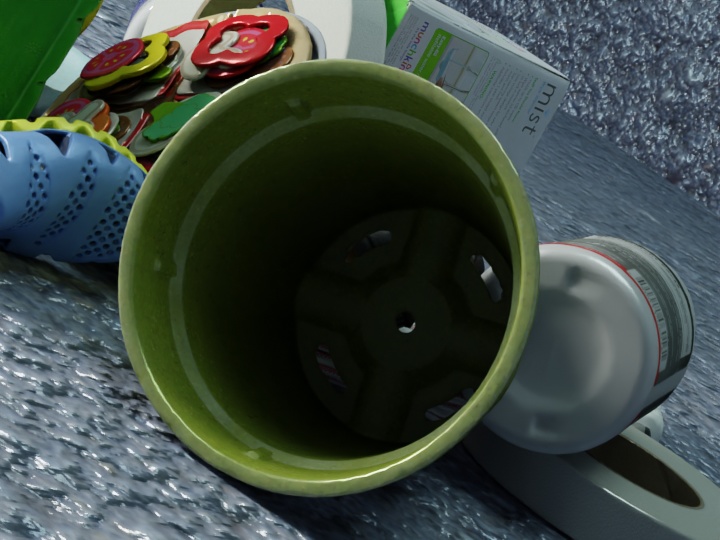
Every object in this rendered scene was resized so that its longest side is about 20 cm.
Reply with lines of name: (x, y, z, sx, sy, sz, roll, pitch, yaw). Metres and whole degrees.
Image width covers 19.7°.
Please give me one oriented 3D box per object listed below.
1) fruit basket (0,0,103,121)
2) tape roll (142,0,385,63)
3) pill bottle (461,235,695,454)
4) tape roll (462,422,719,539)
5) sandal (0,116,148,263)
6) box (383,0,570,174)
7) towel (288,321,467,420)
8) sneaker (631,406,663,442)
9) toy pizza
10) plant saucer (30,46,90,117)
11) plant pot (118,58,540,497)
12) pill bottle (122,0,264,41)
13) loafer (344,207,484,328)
fruit basket: (-0.211, -0.168, 1.179, 0.155, 0.216, 0.216, 25, 12, -25)
tape roll: (-0.068, -0.139, 1.361, 0.037, 0.203, 0.203, 17, 17, -46)
pill bottle: (0.131, 0.038, 1.200, 0.114, 0.114, 0.200, 33, 12, 13)
tape roll: (0.151, 0.127, 1.248, 0.202, 0.037, 0.203, 29, 12, -7)
sandal: (-0.188, -0.042, 1.040, 0.199, 0.080, 0.087, 15, 22, -28)
box: (0.019, -0.086, 1.423, 0.176, 0.201, 0.097, 17, 17, -45)
towel: (0.000, 0.000, 1.222, 0.146, 0.030, 0.201, 22, 40, -19)
sneaker: (0.174, 0.066, 1.444, 0.074, 0.087, 0.200, 29, 12, -14)
toy pizza: (-0.114, -0.095, 1.179, 0.200, 0.200, 0.032, 47, -14, 56)
plant saucer: (-0.255, -0.148, 1.404, 0.200, 0.039, 0.201, 28, 12, -6)
plant pot: (0.005, 0.016, 1.031, 0.200, 0.201, 0.184, 34, 0, 17)
pill bottle: (-0.128, -0.176, 1.647, 0.119, 0.120, 0.200, 28, 11, -11)
loafer: (-0.018, -0.046, 1.177, 0.200, 0.072, 0.073, 44, -19, 30)
